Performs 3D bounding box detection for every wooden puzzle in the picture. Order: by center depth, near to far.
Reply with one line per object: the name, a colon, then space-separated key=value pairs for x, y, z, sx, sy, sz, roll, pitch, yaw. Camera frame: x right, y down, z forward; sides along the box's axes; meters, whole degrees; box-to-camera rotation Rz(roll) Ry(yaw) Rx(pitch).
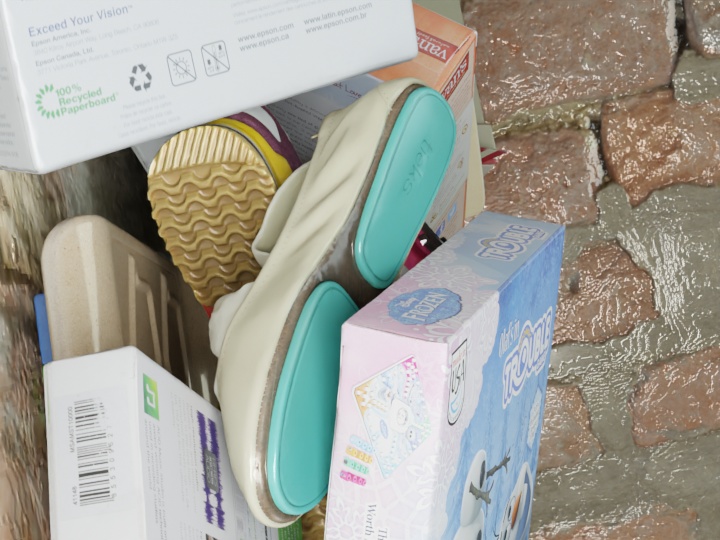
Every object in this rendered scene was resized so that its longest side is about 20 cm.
wooden puzzle: x=-0.092 y=0.082 z=0.704 sx=0.200 sy=0.046 sz=0.187 roll=33 pitch=48 yaw=-80

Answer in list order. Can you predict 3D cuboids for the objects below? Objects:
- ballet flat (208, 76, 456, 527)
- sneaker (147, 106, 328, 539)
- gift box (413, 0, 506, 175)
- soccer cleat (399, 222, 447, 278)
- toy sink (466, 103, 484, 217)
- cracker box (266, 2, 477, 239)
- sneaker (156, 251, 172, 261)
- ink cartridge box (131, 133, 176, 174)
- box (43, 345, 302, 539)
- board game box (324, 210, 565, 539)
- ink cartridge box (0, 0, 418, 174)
ballet flat: x=-0.020 y=0.009 z=0.652 sx=0.070 sy=0.069 sz=0.201 roll=78 pitch=30 yaw=-50
sneaker: x=-0.031 y=0.021 z=0.754 sx=0.090 sy=0.074 sz=0.202 roll=-58 pitch=137 yaw=-67
gift box: x=0.009 y=-0.117 z=1.356 sx=0.185 sy=0.198 sz=0.188 roll=131 pitch=-47 yaw=-63
soccer cleat: x=0.000 y=0.000 z=0.833 sx=0.070 sy=0.086 sz=0.200 roll=45 pitch=6 yaw=-15
toy sink: x=-0.011 y=-0.044 z=1.170 sx=0.113 sy=0.198 sz=0.131 roll=-97 pitch=177 yaw=-49
cracker box: x=-0.007 y=-0.081 z=0.959 sx=0.058 sy=0.133 sz=0.200 roll=-55 pitch=163 yaw=-25
sneaker: x=-0.070 y=0.085 z=0.864 sx=0.201 sy=0.080 sz=0.076 roll=60 pitch=-1 yaw=-10
ink cartridge box: x=-0.068 y=-0.025 z=0.895 sx=0.174 sy=0.043 sz=0.200 roll=57 pitch=-2 yaw=11
box: x=-0.057 y=0.123 z=0.610 sx=0.200 sy=0.036 sz=0.146 roll=51 pitch=31 yaw=-67
board game box: x=0.033 y=0.094 z=0.686 sx=0.200 sy=0.043 sz=0.201 roll=-36 pitch=133 yaw=-67
ink cartridge box: x=-0.069 y=-0.157 z=0.644 sx=0.040 sy=0.199 sz=0.202 roll=10 pitch=-67 yaw=46
